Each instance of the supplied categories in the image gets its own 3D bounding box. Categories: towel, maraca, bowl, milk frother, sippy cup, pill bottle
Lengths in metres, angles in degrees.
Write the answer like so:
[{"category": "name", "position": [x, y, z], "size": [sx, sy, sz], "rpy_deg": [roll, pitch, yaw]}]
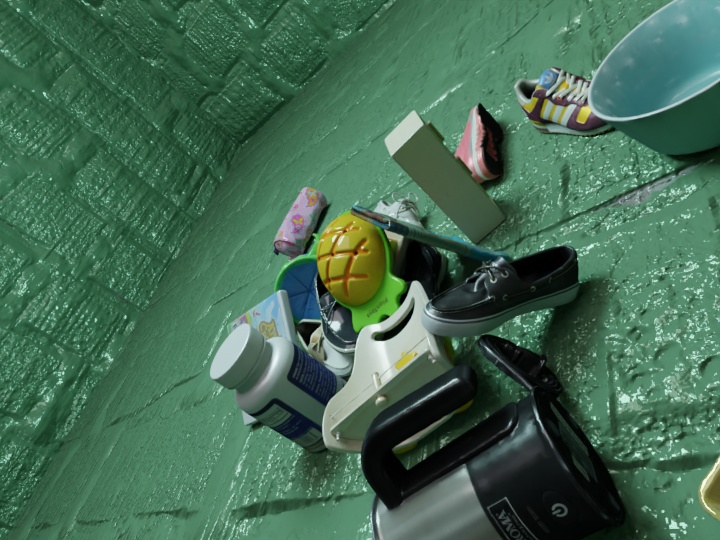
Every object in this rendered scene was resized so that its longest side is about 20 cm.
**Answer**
[{"category": "towel", "position": [0.096, -0.050, 0.733], "size": [0.146, 0.197, 0.022], "rpy_deg": [33, 106, 64]}, {"category": "maraca", "position": [0.000, 0.000, 0.794], "size": [0.137, 0.106, 0.202], "rpy_deg": [-46, 56, 30]}, {"category": "bowl", "position": [0.373, -0.210, 0.586], "size": [0.200, 0.105, 0.202], "rpy_deg": [-38, 29, 25]}, {"category": "milk frother", "position": [0.115, 0.176, 0.502], "size": [0.187, 0.182, 0.199], "rpy_deg": [-39, -16, 21]}, {"category": "sippy cup", "position": [-0.104, 0.026, 1.050], "size": [0.177, 0.140, 0.130], "rpy_deg": [-39, 15, 2]}, {"category": "pill bottle", "position": [-0.117, 0.171, 0.781], "size": [0.119, 0.200, 0.121], "rpy_deg": [-37, 28, 24]}]

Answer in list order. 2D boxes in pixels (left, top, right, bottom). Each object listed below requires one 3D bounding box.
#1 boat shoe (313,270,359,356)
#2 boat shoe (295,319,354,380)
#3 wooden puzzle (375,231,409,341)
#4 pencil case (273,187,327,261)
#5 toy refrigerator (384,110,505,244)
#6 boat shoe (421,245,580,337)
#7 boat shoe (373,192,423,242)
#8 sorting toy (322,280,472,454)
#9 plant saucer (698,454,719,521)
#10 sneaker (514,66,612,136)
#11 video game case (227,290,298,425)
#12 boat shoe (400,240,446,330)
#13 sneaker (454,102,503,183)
[{"category": "boat shoe", "position": [-0.035, 0.062, 0.853], "size": [0.073, 0.063, 0.201], "rpy_deg": [-17, 37, -8]}, {"category": "boat shoe", "position": [-0.056, 0.130, 0.890], "size": [0.075, 0.068, 0.199], "rpy_deg": [-57, 26, -14]}, {"category": "wooden puzzle", "position": [0.012, 0.007, 0.901], "size": [0.200, 0.037, 0.188], "rpy_deg": [24, 100, 66]}, {"category": "pencil case", "position": [-0.157, -0.124, 1.383], "size": [0.087, 0.087, 0.202], "rpy_deg": [-20, 40, 47]}, {"category": "toy refrigerator", "position": [0.129, -0.139, 0.785], "size": [0.070, 0.199, 0.076], "rpy_deg": [-41, 26, 18]}, {"category": "boat shoe", "position": [0.156, 0.015, 0.567], "size": [0.196, 0.067, 0.070], "rpy_deg": [-11, 27, -15]}, {"category": "boat shoe", "position": [0.076, -0.106, 0.972], "size": [0.087, 0.074, 0.202], "rpy_deg": [-67, 18, 4]}, {"category": "sorting toy", "position": [0.047, 0.109, 0.661], "size": [0.200, 0.106, 0.182], "rpy_deg": [-45, 32, 29]}, {"category": "plant saucer", "position": [0.336, 0.113, 0.284], "size": [0.201, 0.048, 0.200], "rpy_deg": [-53, 24, -3]}, {"category": "sneaker", "position": [0.306, -0.254, 0.773], "size": [0.075, 0.090, 0.199], "rpy_deg": [-53, 25, -7]}, {"category": "video game case", "position": [-0.177, 0.165, 0.974], "size": [0.181, 0.022, 0.203], "rpy_deg": [-31, 66, 37]}, {"category": "boat shoe", "position": [0.085, 0.031, 0.788], "size": [0.074, 0.066, 0.202], "rpy_deg": [-24, 36, 42]}, {"category": "sneaker", "position": [0.197, -0.222, 0.931], "size": [0.086, 0.073, 0.202], "rpy_deg": [-31, 32, 38]}]
